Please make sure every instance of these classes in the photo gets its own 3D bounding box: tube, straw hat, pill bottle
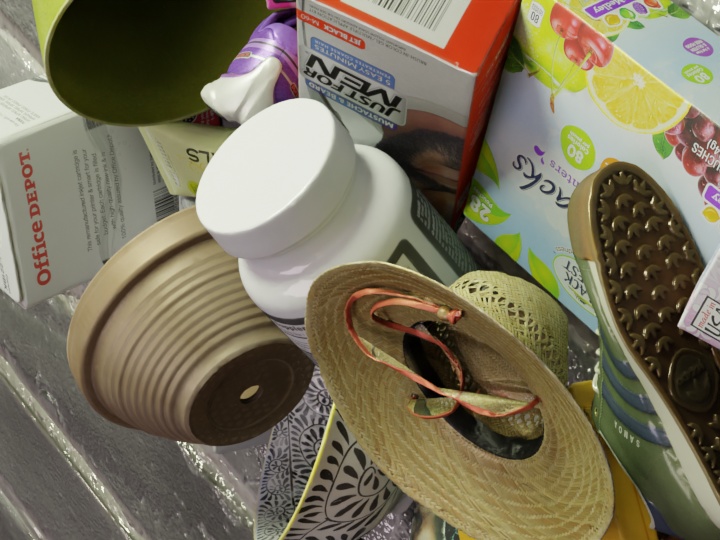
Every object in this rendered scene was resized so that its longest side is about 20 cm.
[{"bbox_3d":[-0.073,-0.072,1.070,0.198,0.052,0.059,10,98,31],"label":"tube"},{"bbox_3d":[0.070,0.050,0.798,0.199,0.085,0.203,27,143,22],"label":"straw hat"},{"bbox_3d":[0.000,0.000,0.875,0.115,0.116,0.200,17,156,49],"label":"pill bottle"}]

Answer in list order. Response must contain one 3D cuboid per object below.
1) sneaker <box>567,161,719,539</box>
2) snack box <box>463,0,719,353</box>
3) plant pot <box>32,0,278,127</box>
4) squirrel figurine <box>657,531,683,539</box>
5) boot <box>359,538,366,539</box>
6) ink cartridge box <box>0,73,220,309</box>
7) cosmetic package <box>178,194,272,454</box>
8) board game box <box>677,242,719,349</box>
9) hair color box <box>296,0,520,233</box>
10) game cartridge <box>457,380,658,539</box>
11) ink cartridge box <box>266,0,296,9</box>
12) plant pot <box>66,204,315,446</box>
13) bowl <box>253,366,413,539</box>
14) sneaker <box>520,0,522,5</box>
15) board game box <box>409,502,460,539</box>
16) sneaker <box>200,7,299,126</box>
[{"bbox_3d":[0.142,0.051,0.765,0.090,0.067,0.202,-26,88,60],"label":"sneaker"},{"bbox_3d":[0.157,-0.042,0.802,0.200,0.067,0.170,46,143,28],"label":"snack box"},{"bbox_3d":[-0.157,-0.238,1.042,0.202,0.185,0.188,65,151,27],"label":"plant pot"},{"bbox_3d":[0.232,0.195,0.829,0.187,0.140,0.202,110,140,-61],"label":"squirrel figurine"},{"bbox_3d":[0.037,0.213,1.105,0.198,0.078,0.139,23,136,-3],"label":"boot"},{"bbox_3d":[-0.210,-0.081,1.175,0.083,0.199,0.146,28,133,41],"label":"ink cartridge box"},{"bbox_3d":[-0.097,0.034,1.186,0.102,0.070,0.202,-120,26,-49],"label":"cosmetic package"},{"bbox_3d":[0.263,-0.003,0.636,0.197,0.043,0.201,29,137,12],"label":"board game box"},{"bbox_3d":[0.023,-0.101,0.873,0.110,0.064,0.201,26,157,11],"label":"hair color box"},{"bbox_3d":[0.118,0.176,0.881,0.200,0.032,0.179,133,128,-60],"label":"game cartridge"},{"bbox_3d":[-0.017,-0.256,0.883,0.037,0.093,0.202,-96,2,-61],"label":"ink cartridge box"},{"bbox_3d":[-0.097,0.055,1.045,0.093,0.199,0.203,52,147,36],"label":"plant pot"},{"bbox_3d":[-0.002,0.121,1.085,0.093,0.203,0.201,18,146,-12],"label":"bowl"},{"bbox_3d":[0.033,-0.202,0.833,0.067,0.107,0.204,28,133,42],"label":"sneaker"},{"bbox_3d":[0.117,0.165,0.979,0.199,0.028,0.137,18,99,45],"label":"board game box"},{"bbox_3d":[-0.038,-0.129,0.962,0.080,0.200,0.084,35,102,-3],"label":"sneaker"}]
